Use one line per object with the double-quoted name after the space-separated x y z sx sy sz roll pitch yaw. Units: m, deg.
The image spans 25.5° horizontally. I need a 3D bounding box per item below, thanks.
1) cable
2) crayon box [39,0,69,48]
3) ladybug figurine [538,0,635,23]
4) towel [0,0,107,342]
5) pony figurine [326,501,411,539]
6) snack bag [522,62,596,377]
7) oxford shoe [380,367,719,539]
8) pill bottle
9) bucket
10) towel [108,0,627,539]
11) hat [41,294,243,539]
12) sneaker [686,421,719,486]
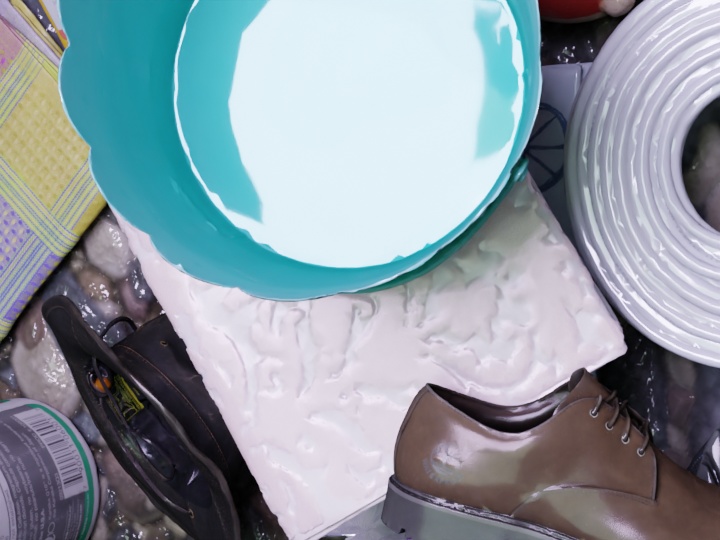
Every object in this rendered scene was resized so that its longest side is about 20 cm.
0.192 -0.050 0.768 0.199 0.069 0.201 36 105 13 "cable"
-0.097 -0.121 0.868 0.125 0.052 0.201 -4 122 38 "crayon box"
0.080 -0.215 0.805 0.135 0.072 0.201 -39 76 22 "ladybug figurine"
-0.231 -0.053 0.998 0.144 0.023 0.200 45 112 14 "towel"
0.048 0.163 0.835 0.191 0.167 0.202 -19 103 18 "pony figurine"
0.046 -0.007 0.874 0.186 0.021 0.203 -3 93 25 "snack bag"
0.112 0.090 0.700 0.197 0.073 0.086 10 98 4 "oxford shoe"
-0.250 0.146 0.929 0.112 0.200 0.115 3 97 25 "pill bottle"
-0.018 -0.086 0.682 0.204 0.135 0.210 0 89 10 "bucket"
0.000 0.000 0.763 0.190 0.032 0.201 -30 85 8 "towel"
-0.096 0.077 0.899 0.081 0.201 0.201 -33 78 -20 "hat"
0.160 0.153 0.770 0.073 0.082 0.200 38 82 16 "sneaker"
